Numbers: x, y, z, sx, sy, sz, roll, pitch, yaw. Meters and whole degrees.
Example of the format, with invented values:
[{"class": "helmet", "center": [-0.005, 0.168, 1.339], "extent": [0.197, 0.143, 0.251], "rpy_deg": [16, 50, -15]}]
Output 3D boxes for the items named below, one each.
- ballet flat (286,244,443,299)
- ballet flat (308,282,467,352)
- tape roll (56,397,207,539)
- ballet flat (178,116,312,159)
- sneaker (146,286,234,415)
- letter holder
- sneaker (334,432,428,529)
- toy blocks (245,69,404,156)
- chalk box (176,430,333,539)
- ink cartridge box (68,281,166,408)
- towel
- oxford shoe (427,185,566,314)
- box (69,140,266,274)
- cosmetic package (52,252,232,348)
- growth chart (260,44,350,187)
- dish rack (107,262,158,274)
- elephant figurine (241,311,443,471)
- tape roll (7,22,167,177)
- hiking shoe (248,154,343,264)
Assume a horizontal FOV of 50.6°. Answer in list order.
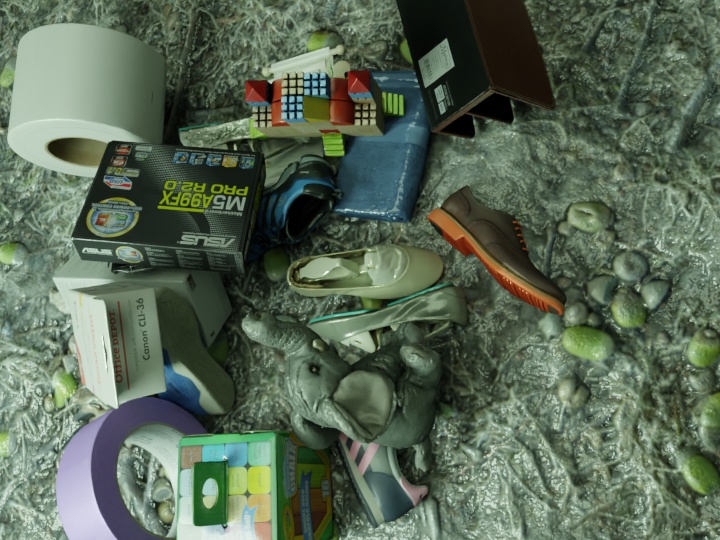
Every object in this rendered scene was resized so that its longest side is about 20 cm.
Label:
[{"class": "ballet flat", "center": [0.000, 0.000, 0.941], "extent": [0.199, 0.069, 0.070], "rpy_deg": [-7, 74, 17]}, {"class": "ballet flat", "center": [0.032, 0.067, 0.915], "extent": [0.199, 0.067, 0.064], "rpy_deg": [-16, 80, 15]}, {"class": "tape roll", "center": [-0.247, 0.253, 0.887], "extent": [0.066, 0.200, 0.201], "rpy_deg": [-31, 68, 27]}, {"class": "ballet flat", "center": [-0.153, -0.177, 1.022], "extent": [0.199, 0.072, 0.072], "rpy_deg": [-9, 74, 17]}, {"class": "sneaker", "center": [-0.245, 0.109, 0.942], "extent": [0.111, 0.200, 0.077], "rpy_deg": [-10, 40, 18]}, {"class": "letter holder", "center": [0.146, -0.274, 0.952], "extent": [0.100, 0.142, 0.201], "rpy_deg": [-30, 66, 44]}, {"class": "sneaker", "center": [0.010, 0.194, 0.900], "extent": [0.082, 0.070, 0.201], "rpy_deg": [-20, 69, -9]}, {"class": "toy blocks", "center": [-0.055, -0.195, 0.903], "extent": [0.199, 0.137, 0.100], "rpy_deg": [0, 90, 10]}, {"class": "chalk box", "center": [-0.123, 0.245, 0.850], "extent": [0.123, 0.200, 0.125], "rpy_deg": [-7, 75, 17]}, {"class": "ink cartridge box", "center": [-0.267, 0.077, 0.843], "extent": [0.200, 0.067, 0.117], "rpy_deg": [4, 102, 61]}, {"class": "towel", "center": [0.034, -0.159, 0.980], "extent": [0.111, 0.049, 0.201], "rpy_deg": [8, 79, 21]}, {"class": "oxford shoe", "center": [0.170, -0.028, 0.889], "extent": [0.073, 0.071, 0.200], "rpy_deg": [-46, 67, -2]}, {"class": "box", "center": [-0.224, -0.079, 0.919], "extent": [0.199, 0.044, 0.161], "rpy_deg": [5, 54, 3]}, {"class": "cosmetic package", "center": [-0.282, 0.031, 0.998], "extent": [0.199, 0.113, 0.081], "rpy_deg": [2, 38, 17]}, {"class": "growth chart", "center": [-0.080, -0.212, 1.049], "extent": [0.144, 0.018, 0.201], "rpy_deg": [-3, 76, 18]}, {"class": "dish rack", "center": [-0.257, -0.063, 0.983], "extent": [0.153, 0.055, 0.200], "rpy_deg": [-15, 29, -8]}, {"class": "elephant figurine", "center": [-0.021, 0.131, 0.814], "extent": [0.155, 0.199, 0.142], "rpy_deg": [51, 135, 40]}, {"class": "tape roll", "center": [-0.373, -0.227, 1.055], "extent": [0.202, 0.203, 0.140], "rpy_deg": [-4, 75, 18]}, {"class": "hiking shoe", "center": [-0.111, -0.062, 0.968], "extent": [0.200, 0.074, 0.087], "rpy_deg": [-42, 38, 18]}]
